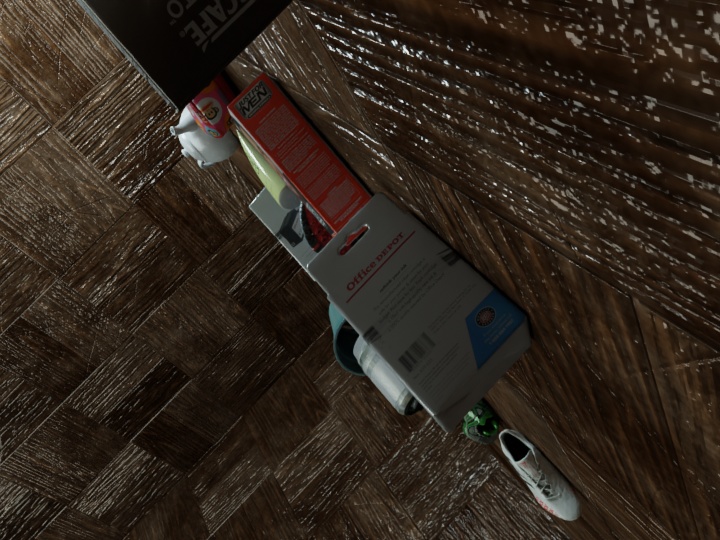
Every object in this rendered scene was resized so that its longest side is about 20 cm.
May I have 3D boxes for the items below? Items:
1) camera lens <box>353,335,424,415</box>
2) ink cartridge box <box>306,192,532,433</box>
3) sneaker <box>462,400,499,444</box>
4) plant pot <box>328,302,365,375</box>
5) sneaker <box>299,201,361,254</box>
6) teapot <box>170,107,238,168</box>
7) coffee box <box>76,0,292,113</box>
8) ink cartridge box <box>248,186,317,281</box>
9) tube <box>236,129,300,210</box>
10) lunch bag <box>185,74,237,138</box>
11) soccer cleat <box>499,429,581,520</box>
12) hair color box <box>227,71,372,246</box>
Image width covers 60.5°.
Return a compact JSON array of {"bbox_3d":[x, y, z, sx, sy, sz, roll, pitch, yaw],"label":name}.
[{"bbox_3d":[0.096,0.215,1.424,0.200,0.160,0.160,45,175,26],"label":"camera lens"},{"bbox_3d":[0.051,0.032,0.584,0.200,0.116,0.067,45,177,32],"label":"ink cartridge box"},{"bbox_3d":[0.275,0.352,1.395,0.085,0.078,0.201,42,172,40],"label":"sneaker"},{"bbox_3d":[0.001,0.147,1.687,0.201,0.199,0.197,49,-177,-26],"label":"plant pot"},{"bbox_3d":[-0.039,-0.047,1.026,0.201,0.079,0.095,50,177,-24],"label":"sneaker"},{"bbox_3d":[-0.458,-0.384,1.794,0.201,0.146,0.197,49,176,-31],"label":"teapot"},{"bbox_3d":[-0.121,-0.196,0.303,0.201,0.114,0.080,48,175,-22],"label":"coffee box"},{"bbox_3d":[-0.115,-0.083,1.253,0.201,0.084,0.145,48,-171,5],"label":"ink cartridge box"},{"bbox_3d":[-0.163,-0.176,1.083,0.051,0.059,0.200,-5,-142,-35],"label":"tube"},{"bbox_3d":[-0.284,-0.323,1.018,0.200,0.082,0.177,44,174,48],"label":"lunch bag"},{"bbox_3d":[0.333,0.382,1.166,0.201,0.068,0.085,51,-177,39],"label":"soccer cleat"},{"bbox_3d":[-0.064,-0.122,0.722,0.201,0.061,0.101,49,176,-4],"label":"hair color box"}]
